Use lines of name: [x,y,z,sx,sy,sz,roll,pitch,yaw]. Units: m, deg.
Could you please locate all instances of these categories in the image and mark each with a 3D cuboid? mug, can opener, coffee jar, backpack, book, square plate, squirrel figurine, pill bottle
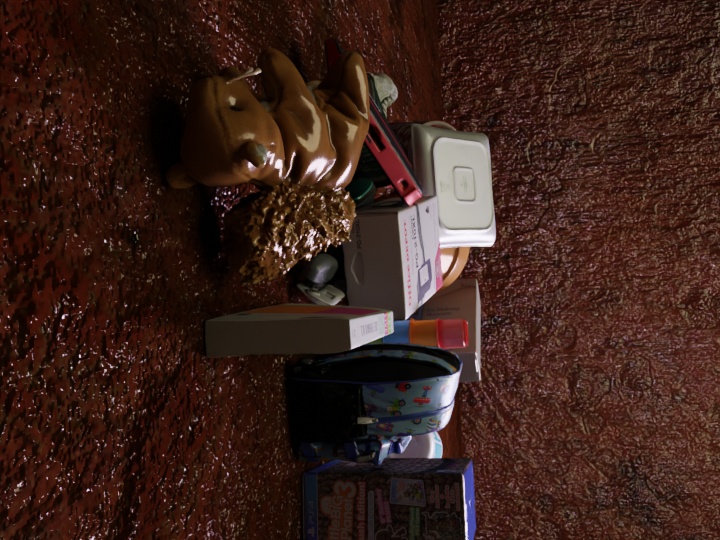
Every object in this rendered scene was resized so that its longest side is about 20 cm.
mug: [0.124,-0.225,1.142,0.200,0.176,0.135,-150,-133,-73]
can opener: [-0.034,0.010,0.818,0.067,0.052,0.200,-60,174,11]
coffee jar: [0.007,-0.219,0.998,0.200,0.084,0.105,56,26,-64]
backpack: [0.030,0.160,0.766,0.182,0.198,0.136,-12,98,-77]
book: [-0.048,0.057,0.608,0.200,0.132,0.049,7,80,-76]
square plate: [0.165,-0.139,1.019,0.197,0.028,0.202,-4,90,-42]
squirrel figurine: [-0.076,-0.088,0.536,0.187,0.140,0.202,-40,124,-65]
pill bottle: [0.104,0.354,1.214,0.200,0.110,0.112,54,35,-65]

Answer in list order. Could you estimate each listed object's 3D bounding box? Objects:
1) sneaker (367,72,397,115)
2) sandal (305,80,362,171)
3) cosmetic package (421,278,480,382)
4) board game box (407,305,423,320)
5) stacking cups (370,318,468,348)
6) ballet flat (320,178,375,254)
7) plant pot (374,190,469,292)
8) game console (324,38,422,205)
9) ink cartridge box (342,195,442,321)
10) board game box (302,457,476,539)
sneaker: [0.021,-0.334,1.128,0.201,0.074,0.082,-75,149,-53]
sandal: [-0.059,-0.196,0.804,0.070,0.077,0.212,57,3,24]
cosmetic package: [0.164,0.105,1.100,0.201,0.102,0.074,-77,158,-51]
board game box: [0.071,0.140,1.138,0.201,0.104,0.104,-73,156,-53]
stacking cups: [0.057,0.097,0.891,0.060,0.198,0.061,-4,90,-78]
ballet flat: [-0.023,-0.075,0.882,0.200,0.072,0.074,-53,138,-60]
plant pot: [0.074,-0.054,1.063,0.140,0.198,0.202,0,86,-59]
game console: [0.015,-0.194,0.802,0.200,0.031,0.178,52,14,-36]
ink cartridge box: [0.052,-0.024,0.870,0.200,0.084,0.146,-30,117,-65]
board game box: [0.044,0.301,0.786,0.159,0.198,0.098,37,50,-73]
